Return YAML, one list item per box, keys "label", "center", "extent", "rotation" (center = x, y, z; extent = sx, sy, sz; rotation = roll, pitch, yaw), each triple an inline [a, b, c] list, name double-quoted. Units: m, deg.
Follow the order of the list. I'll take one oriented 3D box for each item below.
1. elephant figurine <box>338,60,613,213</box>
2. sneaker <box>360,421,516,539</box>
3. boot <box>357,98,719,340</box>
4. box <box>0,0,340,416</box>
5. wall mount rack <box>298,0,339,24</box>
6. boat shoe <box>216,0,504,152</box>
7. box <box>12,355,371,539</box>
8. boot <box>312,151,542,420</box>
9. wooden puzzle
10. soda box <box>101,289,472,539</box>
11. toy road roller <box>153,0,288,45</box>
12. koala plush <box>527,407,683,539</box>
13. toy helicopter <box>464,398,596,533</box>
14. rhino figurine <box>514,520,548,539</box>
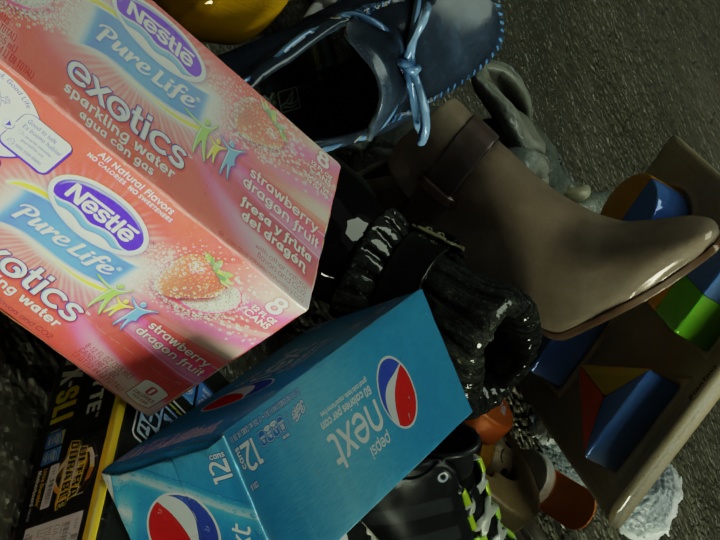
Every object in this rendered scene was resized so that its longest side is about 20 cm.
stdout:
- label: "elephant figurine"
  center: [0.081, -0.062, 1.090]
  extent: [0.200, 0.141, 0.156]
  rotation: [-43, 127, -57]
- label: "sneaker"
  center: [0.040, 0.122, 0.863]
  extent: [0.200, 0.083, 0.072]
  rotation: [40, 33, -15]
- label: "boot"
  center: [0.086, -0.032, 0.934]
  extent: [0.146, 0.200, 0.070]
  rotation: [56, 37, -4]
- label: "box"
  center: [-0.115, -0.050, 0.649]
  extent: [0.200, 0.103, 0.095]
  rotation: [39, 37, -23]
- label: "wall mount rack"
  center: [-0.065, -0.173, 0.871]
  extent: [0.200, 0.075, 0.174]
  rotation: [29, 38, -3]
- label: "boat shoe"
  center: [-0.005, -0.081, 0.772]
  extent: [0.200, 0.069, 0.084]
  rotation: [-31, 114, -25]
- label: "box"
  center: [-0.068, 0.134, 0.736]
  extent: [0.200, 0.049, 0.160]
  rotation: [51, 29, -36]
- label: "boot"
  center: [0.002, -0.002, 0.849]
  extent: [0.158, 0.080, 0.211]
  rotation: [43, 13, 26]
- label: "wooden puzzle"
  center: [0.159, 0.025, 0.974]
  extent: [0.046, 0.185, 0.200]
  rotation: [27, 16, -23]
- label: "soda box"
  center: [-0.024, 0.073, 0.725]
  extent: [0.200, 0.064, 0.068]
  rotation: [-33, 102, -60]
- label: "toy road roller"
  center: [-0.060, -0.188, 0.713]
  extent: [0.146, 0.200, 0.123]
  rotation: [56, 16, 5]
- label: "koala plush"
  center: [0.183, 0.074, 1.176]
  extent: [0.177, 0.183, 0.200]
  rotation: [53, 42, -33]
- label: "toy helicopter"
  center: [0.074, 0.090, 1.017]
  extent: [0.132, 0.079, 0.200]
  rotation: [38, 20, -19]
- label: "rhino figurine"
  center: [0.068, 0.191, 0.953]
  extent: [0.087, 0.060, 0.200]
  rotation: [45, 24, 10]
